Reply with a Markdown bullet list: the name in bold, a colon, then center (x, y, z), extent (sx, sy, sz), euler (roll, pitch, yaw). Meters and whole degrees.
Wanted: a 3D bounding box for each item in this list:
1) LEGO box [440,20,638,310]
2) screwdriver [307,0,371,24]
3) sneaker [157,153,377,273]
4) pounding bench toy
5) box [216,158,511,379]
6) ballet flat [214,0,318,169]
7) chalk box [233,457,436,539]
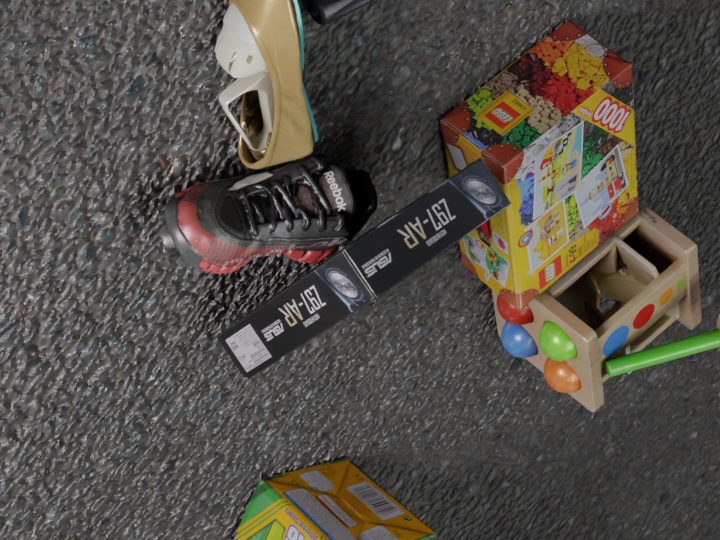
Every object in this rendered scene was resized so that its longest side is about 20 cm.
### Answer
- **LEGO box**: center (0.153, -0.087, 2.026), extent (0.149, 0.077, 0.200), euler (-39, 148, -18)
- **screwdriver**: center (0.041, -0.233, 1.772), extent (0.200, 0.028, 0.029), euler (-33, 176, -28)
- **sneaker**: center (-0.061, -0.045, 1.773), extent (0.098, 0.071, 0.200), euler (-27, 167, 36)
- **pounding bench toy**: center (0.229, 0.045, 2.150), extent (0.156, 0.200, 0.124), euler (-40, 148, -18)
- **box**: center (0.000, 0.000, 1.839), extent (0.160, 0.044, 0.200), euler (-34, -179, -38)
- **ballet flat**: center (-0.070, -0.139, 1.695), extent (0.063, 0.069, 0.200), euler (-25, 143, -12)
- **chalk box**: center (-0.045, 0.287, 2.134), extent (0.124, 0.125, 0.200), euler (-9, 129, -48)
